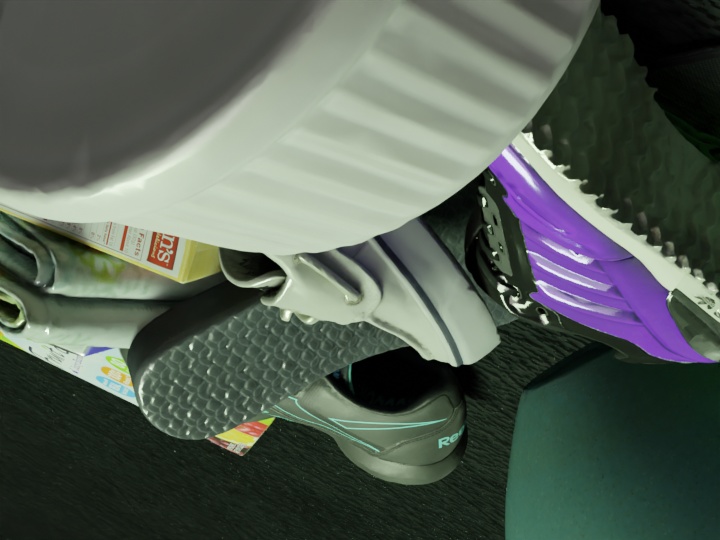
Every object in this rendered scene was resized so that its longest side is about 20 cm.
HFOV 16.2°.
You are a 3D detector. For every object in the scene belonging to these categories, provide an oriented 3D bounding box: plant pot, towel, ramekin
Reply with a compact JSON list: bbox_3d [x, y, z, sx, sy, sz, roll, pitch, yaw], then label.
[{"bbox_3d":[0.136,0.086,1.030,0.135,0.199,0.200,61,161,0],"label":"plant pot"},{"bbox_3d":[-0.093,-0.010,1.079,0.199,0.049,0.171,3,-160,-37],"label":"towel"},{"bbox_3d":[-0.022,-0.097,0.630,0.201,0.204,0.094,7,168,47],"label":"ramekin"}]

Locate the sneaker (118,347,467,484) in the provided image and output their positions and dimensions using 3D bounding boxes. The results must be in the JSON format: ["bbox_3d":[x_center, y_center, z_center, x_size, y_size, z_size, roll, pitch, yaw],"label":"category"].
[{"bbox_3d":[-0.034,0.047,1.350,0.198,0.076,0.079,17,150,5],"label":"sneaker"}]

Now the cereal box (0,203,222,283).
[{"bbox_3d":[-0.119,-0.054,1.045,0.199,0.040,0.144,21,-164,20],"label":"cereal box"}]

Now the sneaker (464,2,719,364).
[{"bbox_3d":[0.066,-0.024,0.873,0.099,0.070,0.200,-16,135,39],"label":"sneaker"}]

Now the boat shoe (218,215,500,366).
[{"bbox_3d":[-0.018,-0.015,0.885,0.072,0.066,0.200,52,-176,40],"label":"boat shoe"}]

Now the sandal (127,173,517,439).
[{"bbox_3d":[-0.001,0.000,0.994,0.043,0.199,0.076,-110,-3,-48],"label":"sandal"}]

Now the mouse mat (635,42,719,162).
[{"bbox_3d":[0.162,-0.022,0.922,0.199,0.008,0.161,31,163,-24],"label":"mouse mat"}]

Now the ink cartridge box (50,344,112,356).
[{"bbox_3d":[-0.127,-0.001,1.210,0.199,0.044,0.198,20,-170,15],"label":"ink cartridge box"}]

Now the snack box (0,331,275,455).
[{"bbox_3d":[-0.138,0.034,1.464,0.199,0.053,0.142,26,163,-4],"label":"snack box"}]
